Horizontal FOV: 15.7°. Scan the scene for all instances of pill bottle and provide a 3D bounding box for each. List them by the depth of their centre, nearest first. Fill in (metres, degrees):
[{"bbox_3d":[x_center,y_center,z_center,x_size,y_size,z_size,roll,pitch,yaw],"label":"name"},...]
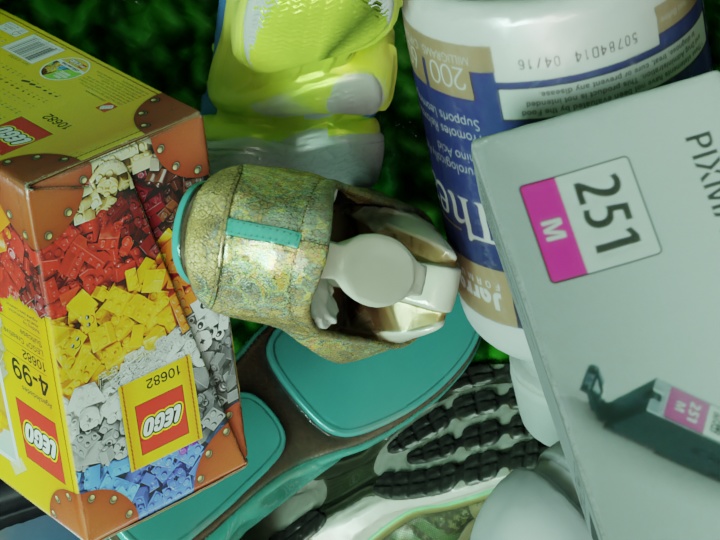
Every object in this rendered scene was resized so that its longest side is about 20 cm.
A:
[{"bbox_3d":[0.085,-0.034,0.996,0.111,0.111,0.200,-7,119,10],"label":"pill bottle"}]

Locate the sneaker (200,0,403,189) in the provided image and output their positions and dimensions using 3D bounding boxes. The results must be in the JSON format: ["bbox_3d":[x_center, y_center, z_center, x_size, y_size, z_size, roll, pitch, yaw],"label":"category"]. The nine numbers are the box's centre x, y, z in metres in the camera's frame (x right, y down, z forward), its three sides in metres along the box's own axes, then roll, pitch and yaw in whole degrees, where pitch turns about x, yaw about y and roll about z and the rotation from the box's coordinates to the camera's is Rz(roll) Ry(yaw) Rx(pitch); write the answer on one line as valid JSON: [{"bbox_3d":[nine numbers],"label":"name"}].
[{"bbox_3d":[-0.024,-0.095,1.003,0.076,0.105,0.200,4,150,-13],"label":"sneaker"}]

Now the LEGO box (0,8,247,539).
[{"bbox_3d":[-0.136,-0.011,0.986,0.077,0.200,0.149,-25,124,-30],"label":"LEGO box"}]

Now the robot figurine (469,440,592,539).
[{"bbox_3d":[0.122,0.098,0.950,0.200,0.170,0.113,-31,84,-12],"label":"robot figurine"}]

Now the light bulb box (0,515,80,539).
[{"bbox_3d":[-0.137,0.175,1.048,0.200,0.198,0.125,39,126,16],"label":"light bulb box"}]

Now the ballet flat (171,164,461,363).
[{"bbox_3d":[0.000,0.000,0.960,0.071,0.200,0.071,-3,83,22],"label":"ballet flat"}]

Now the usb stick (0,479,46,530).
[{"bbox_3d":[-0.132,0.075,1.043,0.055,0.200,0.033,44,128,27],"label":"usb stick"}]

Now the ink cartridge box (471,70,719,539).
[{"bbox_3d":[0.147,0.024,0.868,0.173,0.200,0.044,-17,153,0],"label":"ink cartridge box"}]

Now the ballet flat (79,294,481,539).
[{"bbox_3d":[-0.038,0.062,1.058,0.067,0.200,0.070,54,151,3],"label":"ballet flat"}]

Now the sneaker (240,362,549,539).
[{"bbox_3d":[0.034,0.106,1.114,0.200,0.077,0.089,-25,124,26],"label":"sneaker"}]
